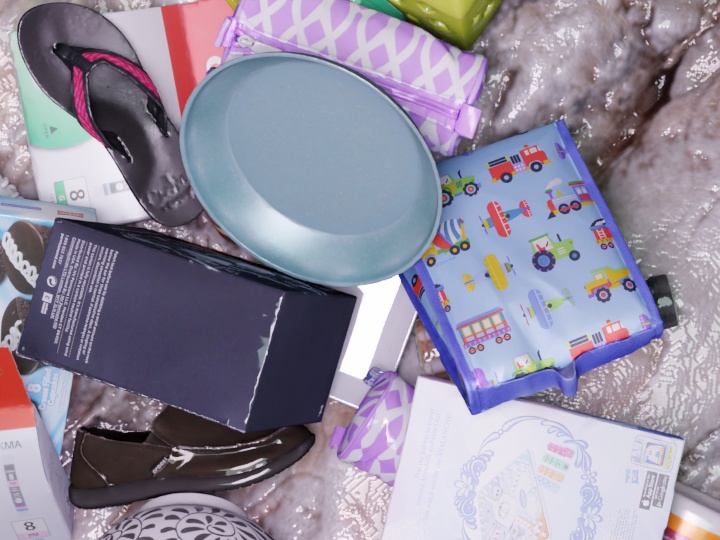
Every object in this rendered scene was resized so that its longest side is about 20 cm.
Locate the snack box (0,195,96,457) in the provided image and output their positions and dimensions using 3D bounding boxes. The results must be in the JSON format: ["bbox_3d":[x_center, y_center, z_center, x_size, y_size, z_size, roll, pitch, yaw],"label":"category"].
[{"bbox_3d":[-0.270,0.042,1.606,0.115,0.037,0.202,7,115,-11],"label":"snack box"}]

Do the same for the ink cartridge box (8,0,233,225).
[{"bbox_3d":[-0.159,-0.122,1.640,0.198,0.050,0.163,-11,92,7],"label":"ink cartridge box"}]

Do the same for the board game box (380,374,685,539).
[{"bbox_3d":[0.115,0.195,1.535,0.197,0.043,0.202,14,90,3],"label":"board game box"}]

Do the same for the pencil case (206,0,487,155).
[{"bbox_3d":[-0.007,-0.149,1.535,0.198,0.086,0.085,18,99,2],"label":"pencil case"}]

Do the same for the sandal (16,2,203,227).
[{"bbox_3d":[-0.180,-0.122,1.599,0.075,0.045,0.201,-39,97,-8],"label":"sandal"}]

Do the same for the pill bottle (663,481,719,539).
[{"bbox_3d":[0.218,0.263,1.599,0.109,0.110,0.201,24,94,3],"label":"pill bottle"}]

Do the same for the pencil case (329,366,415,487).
[{"bbox_3d":[0.071,0.161,1.610,0.199,0.084,0.086,36,129,-4],"label":"pencil case"}]

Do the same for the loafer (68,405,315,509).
[{"bbox_3d":[-0.134,0.134,1.636,0.198,0.073,0.072,-11,94,5],"label":"loafer"}]

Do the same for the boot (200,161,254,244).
[{"bbox_3d":[-0.041,-0.106,1.599,0.200,0.076,0.074,-44,62,-5],"label":"boot"}]

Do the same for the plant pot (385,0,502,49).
[{"bbox_3d":[0.044,-0.295,1.550,0.198,0.181,0.201,31,96,2],"label":"plant pot"}]

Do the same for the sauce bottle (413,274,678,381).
[{"bbox_3d":[0.141,0.045,1.619,0.198,0.065,0.065,-13,92,3],"label":"sauce bottle"}]

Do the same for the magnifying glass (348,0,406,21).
[{"bbox_3d":[-0.054,-0.233,1.601,0.199,0.080,0.023,29,87,0],"label":"magnifying glass"}]

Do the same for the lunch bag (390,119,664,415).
[{"bbox_3d":[0.118,0.008,1.538,0.149,0.094,0.201,-19,50,-7],"label":"lunch bag"}]

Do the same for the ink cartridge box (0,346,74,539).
[{"bbox_3d":[-0.316,0.144,1.602,0.161,0.201,0.057,-7,54,5],"label":"ink cartridge box"}]

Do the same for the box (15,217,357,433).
[{"bbox_3d":[-0.121,0.039,1.554,0.181,0.200,0.105,18,93,14],"label":"box"}]

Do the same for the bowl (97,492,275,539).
[{"bbox_3d":[-0.130,0.231,1.612,0.199,0.201,0.095,-1,54,4],"label":"bowl"}]

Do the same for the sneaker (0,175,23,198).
[{"bbox_3d":[-0.280,-0.034,1.648,0.070,0.073,0.202,-6,101,-5],"label":"sneaker"}]

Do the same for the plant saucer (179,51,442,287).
[{"bbox_3d":[-0.031,-0.078,1.507,0.198,0.036,0.201,14,133,15],"label":"plant saucer"}]

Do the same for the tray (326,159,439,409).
[{"bbox_3d":[0.000,0.000,1.646,0.107,0.022,0.202,20,94,2],"label":"tray"}]

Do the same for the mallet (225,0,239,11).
[{"bbox_3d":[-0.113,-0.214,1.623,0.200,0.041,0.066,45,76,-3],"label":"mallet"}]
